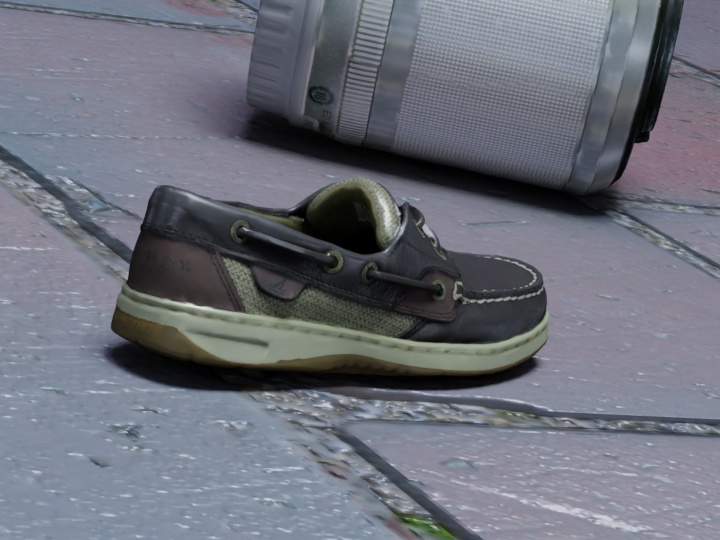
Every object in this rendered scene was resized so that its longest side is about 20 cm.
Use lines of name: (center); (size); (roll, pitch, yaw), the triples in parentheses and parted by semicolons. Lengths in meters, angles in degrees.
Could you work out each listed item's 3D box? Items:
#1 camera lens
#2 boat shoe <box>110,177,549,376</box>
camera lens: (0.054, -0.131, 1.359); (0.198, 0.161, 0.160); (12, 14, 0)
boat shoe: (0.000, 0.000, 0.992); (0.073, 0.065, 0.199); (22, 16, 41)
